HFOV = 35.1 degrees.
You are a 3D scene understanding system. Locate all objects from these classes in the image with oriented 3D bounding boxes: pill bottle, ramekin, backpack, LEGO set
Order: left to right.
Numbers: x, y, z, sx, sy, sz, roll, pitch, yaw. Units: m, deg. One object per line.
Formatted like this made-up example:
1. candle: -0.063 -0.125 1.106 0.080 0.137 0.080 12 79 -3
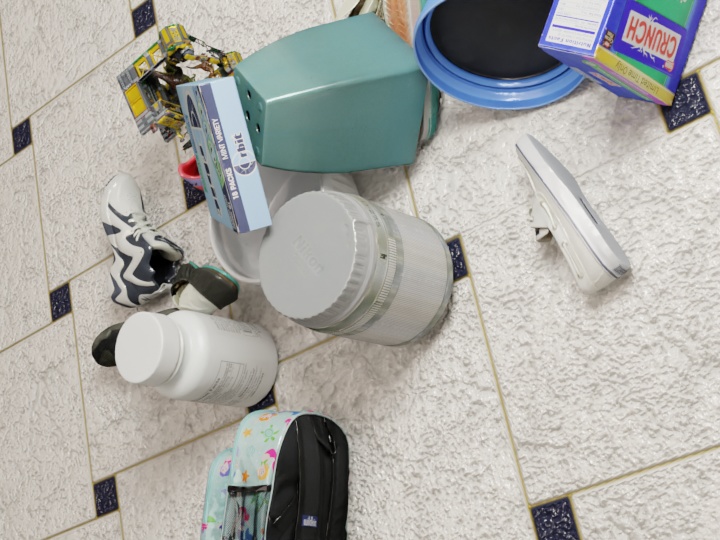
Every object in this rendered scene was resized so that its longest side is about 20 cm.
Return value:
1. LEGO set: -0.230 -0.238 1.568 0.153 0.200 0.116 -32 70 14
2. pill bottle: -0.211 0.112 1.464 0.114 0.200 0.115 -10 74 37
3. backpack: -0.093 0.266 1.355 0.150 0.177 0.201 1 77 33
4. ramekin: -0.091 -0.073 1.471 0.199 0.105 0.201 -10 75 37

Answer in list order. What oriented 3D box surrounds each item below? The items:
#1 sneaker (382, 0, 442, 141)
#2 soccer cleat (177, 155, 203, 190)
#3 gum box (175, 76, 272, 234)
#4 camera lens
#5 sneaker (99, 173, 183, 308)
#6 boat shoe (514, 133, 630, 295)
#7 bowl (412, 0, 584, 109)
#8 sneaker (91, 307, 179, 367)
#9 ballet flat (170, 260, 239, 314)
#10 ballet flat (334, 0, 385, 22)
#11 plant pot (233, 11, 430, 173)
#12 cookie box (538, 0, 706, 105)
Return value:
1. sneaker: 0.082 -0.262 1.400 0.071 0.080 0.201 9 108 55
2. soccer cleat: -0.169 -0.182 1.574 0.200 0.076 0.067 -41 58 25
3. gum box: -0.163 -0.140 1.339 0.200 0.044 0.171 -152 47 -73
4. camera lens: 0.000 0.000 1.320 0.159 0.200 0.161 -9 75 37
5. sneaker: -0.309 -0.051 1.656 0.129 0.079 0.200 -10 74 35
6. boat shoe: 0.215 -0.061 1.251 0.070 0.071 0.201 -40 65 22
7. bowl: 0.159 -0.256 1.258 0.200 0.200 0.040 -14 52 35
8. sneaker: -0.310 0.130 1.619 0.199 0.076 0.115 -15 65 30
9. ballet flat: -0.214 0.031 1.531 0.069 0.068 0.200 -53 17 -10
10. ballet flat: -0.011 -0.303 1.475 0.068 0.075 0.201 32 101 37
11. plant pot: -0.045 -0.202 1.356 0.141 0.199 0.142 50 143 40
12. cookie box: 0.287 -0.293 1.176 0.075 0.171 0.201 23 95 42
